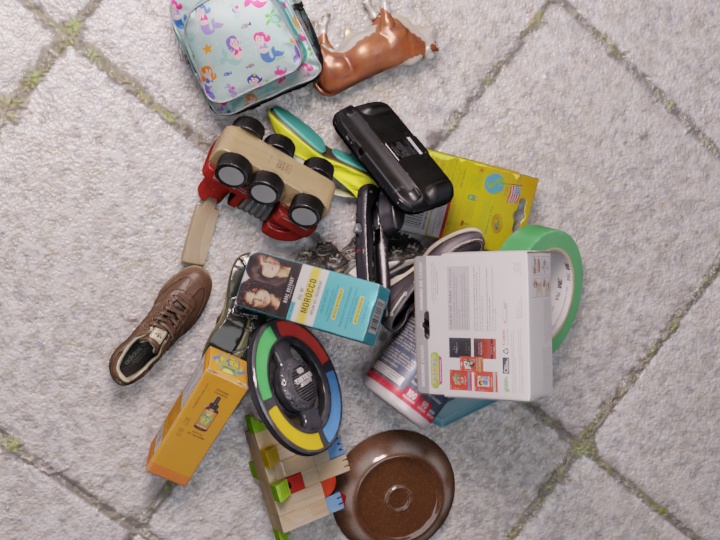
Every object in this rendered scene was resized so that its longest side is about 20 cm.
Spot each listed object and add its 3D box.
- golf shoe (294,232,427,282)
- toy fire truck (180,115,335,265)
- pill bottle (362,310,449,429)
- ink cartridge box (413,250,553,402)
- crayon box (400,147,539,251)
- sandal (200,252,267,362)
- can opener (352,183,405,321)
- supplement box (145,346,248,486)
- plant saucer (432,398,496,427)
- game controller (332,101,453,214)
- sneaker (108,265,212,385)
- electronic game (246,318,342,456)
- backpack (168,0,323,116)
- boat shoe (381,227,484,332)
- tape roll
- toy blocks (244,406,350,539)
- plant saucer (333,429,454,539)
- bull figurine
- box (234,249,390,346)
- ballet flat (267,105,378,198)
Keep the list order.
[{"bbox_3d":[0.000,0.000,1.663,0.199,0.078,0.095,-10,125,-16],"label":"golf shoe"},{"bbox_3d":[-0.156,-0.086,1.591,0.176,0.200,0.129,28,50,-18],"label":"toy fire truck"},{"bbox_3d":[0.107,0.121,1.675,0.120,0.120,0.200,38,85,-17],"label":"pill bottle"},{"bbox_3d":[0.169,0.074,1.571,0.084,0.175,0.201,-2,91,-58],"label":"ink cartridge box"},{"bbox_3d":[0.152,-0.101,1.686,0.199,0.051,0.127,14,96,-15],"label":"crayon box"},{"bbox_3d":[-0.172,0.074,1.634,0.080,0.057,0.202,19,83,-11],"label":"sandal"},{"bbox_3d":[0.018,-0.028,1.586,0.063,0.079,0.201,10,76,-19],"label":"can opener"},{"bbox_3d":[-0.229,0.206,1.600,0.066,0.069,0.200,27,116,-16],"label":"supplement box"},{"bbox_3d":[0.183,0.181,1.698,0.200,0.019,0.070,-29,144,26],"label":"plant saucer"},{"bbox_3d":[0.047,-0.160,1.592,0.104,0.200,0.042,-14,148,-41],"label":"game controller"},{"bbox_3d":[-0.274,0.083,1.596,0.070,0.076,0.200,38,90,-18],"label":"sneaker"},{"bbox_3d":[-0.090,0.162,1.601,0.042,0.200,0.200,-23,108,31],"label":"electronic game"},{"bbox_3d":[-0.159,-0.322,1.520,0.177,0.151,0.201,-21,97,8],"label":"backpack"},{"bbox_3d":[0.105,0.017,1.645,0.200,0.063,0.073,-36,137,1],"label":"boat shoe"},{"bbox_3d":[0.257,0.035,1.684,0.200,0.048,0.201,-20,117,-45],"label":"tape roll"},{"bbox_3d":[-0.081,0.288,1.680,0.136,0.100,0.201,-17,94,-24],"label":"toy blocks"},{"bbox_3d":[0.055,0.346,1.746,0.200,0.037,0.201,-2,99,-13],"label":"plant saucer"},{"bbox_3d":[0.016,-0.323,1.607,0.200,0.065,0.122,-27,103,-9],"label":"bull figurine"},{"bbox_3d":[-0.066,0.036,1.553,0.199,0.049,0.083,15,84,22],"label":"box"},{"bbox_3d":[-0.059,-0.155,1.621,0.200,0.067,0.067,30,111,-19],"label":"ballet flat"}]
